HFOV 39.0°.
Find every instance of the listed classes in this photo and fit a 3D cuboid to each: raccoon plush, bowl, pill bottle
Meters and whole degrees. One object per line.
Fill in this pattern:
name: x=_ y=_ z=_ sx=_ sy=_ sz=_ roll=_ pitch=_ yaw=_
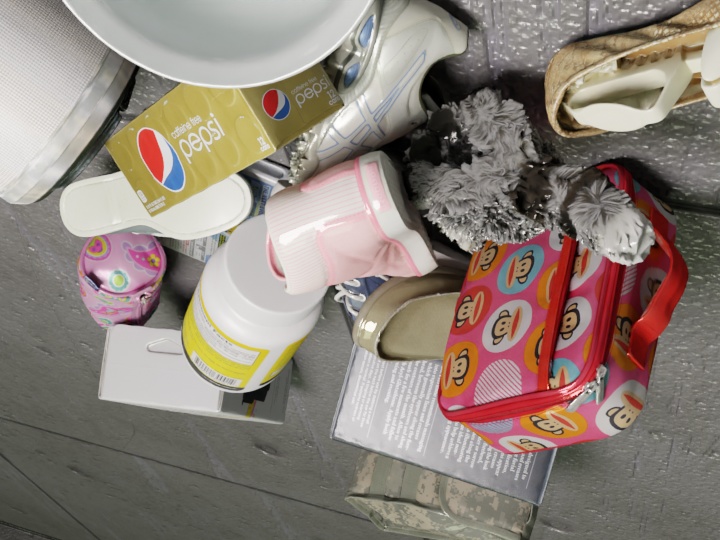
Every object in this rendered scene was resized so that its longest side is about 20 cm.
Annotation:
raccoon plush: x=0.110 y=-0.031 z=0.690 sx=0.200 sy=0.097 sz=0.134 roll=48 pitch=-178 yaw=33
bowl: x=-0.073 y=-0.209 z=0.550 sx=0.201 sy=0.090 sz=0.201 roll=5 pitch=122 yaw=8
pill bottle: x=-0.098 y=0.033 z=0.946 sx=0.114 sy=0.114 sz=0.200 roll=25 pitch=151 yaw=-7

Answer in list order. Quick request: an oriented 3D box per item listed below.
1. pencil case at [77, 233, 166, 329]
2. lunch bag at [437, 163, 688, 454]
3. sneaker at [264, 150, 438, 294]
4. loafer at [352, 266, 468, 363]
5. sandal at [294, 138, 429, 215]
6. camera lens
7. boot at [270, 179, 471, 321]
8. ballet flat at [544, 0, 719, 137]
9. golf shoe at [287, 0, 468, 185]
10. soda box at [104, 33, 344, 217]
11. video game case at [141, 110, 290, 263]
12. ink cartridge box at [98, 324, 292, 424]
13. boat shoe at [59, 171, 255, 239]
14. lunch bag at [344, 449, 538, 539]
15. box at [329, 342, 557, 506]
pencil case: x=-0.245 y=0.011 z=1.051 sx=0.087 sy=0.088 sz=0.200 roll=25 pitch=163 yaw=-8
lunch bag: x=0.150 y=0.026 z=0.725 sx=0.082 sy=0.200 sz=0.176 roll=35 pitch=145 yaw=-27
sneaker: x=-0.010 y=-0.026 z=0.717 sx=0.105 sy=0.075 sz=0.200 roll=-22 pitch=168 yaw=9
loafer: x=0.089 y=0.041 z=0.837 sx=0.200 sy=0.068 sz=0.076 roll=-7 pitch=125 yaw=-28
sandal: x=-0.006 y=-0.084 z=0.800 sx=0.200 sy=0.045 sz=0.075 roll=28 pitch=149 yaw=-12
camera lens: x=-0.273 y=-0.157 z=0.735 sx=0.200 sy=0.160 sz=0.160 roll=36 pitch=148 yaw=-25
boot: x=0.000 y=0.000 z=0.845 sx=0.200 sy=0.090 sz=0.073 roll=23 pitch=-167 yaw=-27
ballet flat: x=0.193 y=-0.116 z=0.591 sx=0.070 sy=0.065 sz=0.200 roll=38 pitch=147 yaw=-31
golf shoe: x=0.007 y=-0.105 z=0.705 sx=0.097 sy=0.078 sz=0.200 roll=13 pitch=142 yaw=-13
soda box: x=-0.099 y=-0.098 z=0.688 sx=0.200 sy=0.064 sz=0.068 roll=-17 pitch=108 yaw=55
video game case: x=-0.126 y=-0.055 z=0.958 sx=0.182 sy=0.022 sz=0.200 roll=22 pitch=151 yaw=-1
ink cartridge box: x=-0.181 y=0.120 z=1.147 sx=0.146 sy=0.083 sz=0.200 roll=4 pitch=170 yaw=17
boat shoe: x=-0.174 y=-0.064 z=0.910 sx=0.200 sy=0.073 sz=0.062 roll=-3 pitch=-174 yaw=26
lunch bag: x=0.107 y=0.203 z=1.094 sx=0.200 sy=0.164 sz=0.118 roll=1 pitch=147 yaw=33
box: x=0.091 y=0.125 z=0.965 sx=0.200 sy=0.107 sz=0.148 roll=16 pitch=-173 yaw=9
